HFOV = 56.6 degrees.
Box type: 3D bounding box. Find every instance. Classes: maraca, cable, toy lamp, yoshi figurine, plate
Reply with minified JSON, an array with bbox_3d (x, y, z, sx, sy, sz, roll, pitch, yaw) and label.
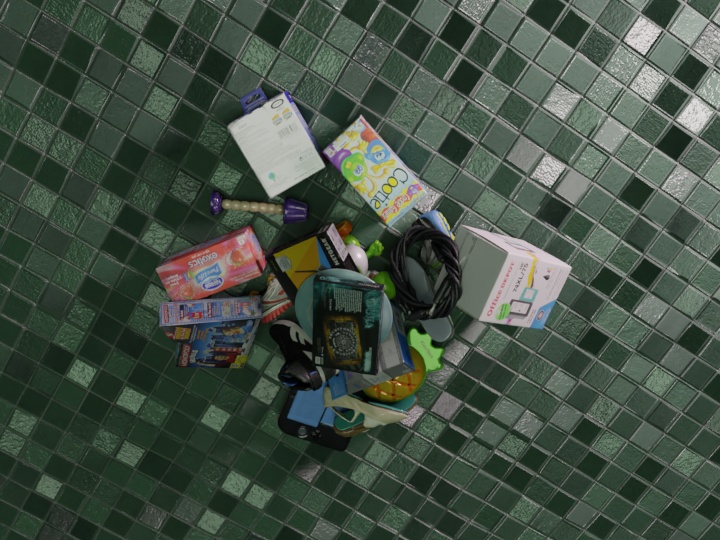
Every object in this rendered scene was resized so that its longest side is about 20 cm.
[{"bbox_3d":[0.087,0.208,1.457,0.200,0.107,0.137,-35,102,9],"label":"maraca"},{"bbox_3d":[0.128,-0.001,1.329,0.163,0.051,0.200,-22,66,43],"label":"cable"},{"bbox_3d":[-0.209,-0.130,1.392,0.200,0.058,0.058,5,106,1],"label":"toy lamp"},{"bbox_3d":[0.012,-0.007,1.400,0.112,0.112,0.200,-38,107,2],"label":"yoshi figurine"},{"bbox_3d":[-0.036,0.089,1.317,0.200,0.026,0.201,6,119,11],"label":"plate"}]

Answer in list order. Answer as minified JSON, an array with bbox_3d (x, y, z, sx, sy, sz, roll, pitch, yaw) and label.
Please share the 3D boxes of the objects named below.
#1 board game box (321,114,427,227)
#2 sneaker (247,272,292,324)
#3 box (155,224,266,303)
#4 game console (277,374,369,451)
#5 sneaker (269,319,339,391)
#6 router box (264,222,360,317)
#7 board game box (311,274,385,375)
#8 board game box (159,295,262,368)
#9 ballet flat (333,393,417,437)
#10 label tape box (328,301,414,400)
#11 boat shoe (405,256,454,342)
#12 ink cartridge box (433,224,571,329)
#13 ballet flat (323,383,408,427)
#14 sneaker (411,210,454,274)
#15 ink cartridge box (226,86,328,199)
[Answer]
[{"bbox_3d":[0.029,-0.201,1.344,0.103,0.105,0.200,-41,101,11],"label":"board game box"},{"bbox_3d":[-0.156,0.031,1.424,0.200,0.078,0.082,-36,101,9],"label":"sneaker"},{"bbox_3d":[-0.308,-0.011,1.402,0.200,0.103,0.095,-21,106,5],"label":"box"},{"bbox_3d":[-0.080,0.305,1.525,0.177,0.031,0.200,22,105,-5],"label":"game console"},{"bbox_3d":[-0.149,0.180,1.402,0.200,0.112,0.073,27,136,34],"label":"sneaker"},{"bbox_3d":[-0.076,0.023,1.338,0.149,0.051,0.200,-22,109,22],"label":"router box"},{"bbox_3d":[-0.025,0.108,1.293,0.135,0.028,0.200,9,120,9],"label":"board game box"},{"bbox_3d":[-0.326,0.128,1.406,0.199,0.062,0.200,6,138,-21],"label":"board game box"},{"bbox_3d":[0.036,0.327,1.508,0.200,0.068,0.072,-23,143,-5],"label":"ballet flat"},{"bbox_3d":[0.000,0.171,1.411,0.200,0.144,0.063,-23,148,17],"label":"label tape box"},{"bbox_3d":[0.143,0.060,1.436,0.075,0.086,0.202,-37,73,15],"label":"boat shoe"},{"bbox_3d":[0.282,0.015,1.339,0.200,0.146,0.147,9,109,-38],"label":"ink cartridge box"},{"bbox_3d":[0.005,0.305,1.453,0.200,0.069,0.070,16,107,23],"label":"ballet flat"},{"bbox_3d":[0.168,-0.030,1.418,0.083,0.071,0.200,-19,107,25],"label":"sneaker"},{"bbox_3d":[-0.171,-0.266,1.342,0.136,0.076,0.200,-29,105,7],"label":"ink cartridge box"}]
